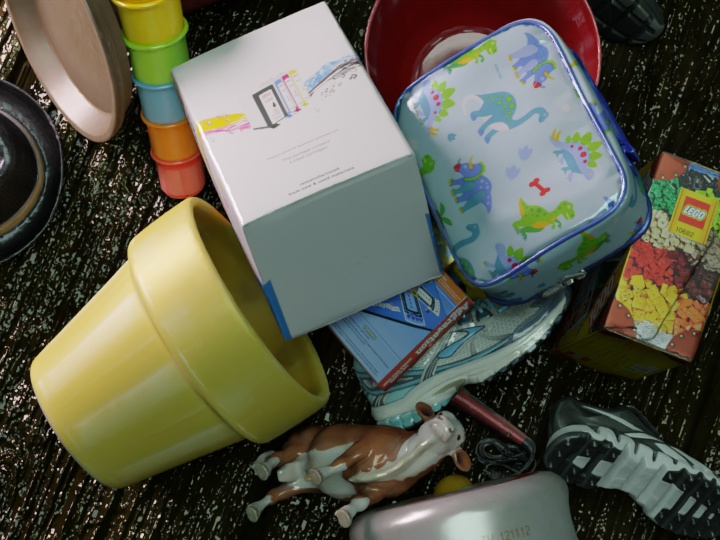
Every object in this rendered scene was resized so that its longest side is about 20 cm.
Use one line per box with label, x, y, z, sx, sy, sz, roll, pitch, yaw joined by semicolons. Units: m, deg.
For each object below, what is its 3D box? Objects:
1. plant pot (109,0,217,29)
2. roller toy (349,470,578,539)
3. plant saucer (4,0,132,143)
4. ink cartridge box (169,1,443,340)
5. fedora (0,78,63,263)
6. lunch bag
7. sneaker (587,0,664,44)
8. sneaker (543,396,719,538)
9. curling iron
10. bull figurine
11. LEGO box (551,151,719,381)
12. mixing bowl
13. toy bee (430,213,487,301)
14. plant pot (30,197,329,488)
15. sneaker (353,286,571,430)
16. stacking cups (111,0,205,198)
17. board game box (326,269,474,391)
plant pot;-0.152;-0.306;1.480;0.194;0.201;0.202;-29;82;1
roller toy;0.085;0.233;1.389;0.199;0.182;0.141;-17;83;35
plant saucer;-0.245;-0.203;1.451;0.029;0.200;0.201;-27;82;-23
ink cartridge box;-0.044;-0.082;1.398;0.144;0.148;0.200;-23;49;-5
fedora;-0.355;-0.092;1.473;0.199;0.092;0.202;0;79;-2
lunch bag;0.128;-0.084;1.350;0.160;0.082;0.201;-32;61;15
sneaker;0.197;-0.283;1.540;0.200;0.075;0.079;39;60;-7
sneaker;0.238;0.158;1.465;0.199;0.091;0.067;24;120;-18
curling iron;0.069;0.110;1.489;0.200;0.026;0.050;41;79;5
bull figurine;-0.006;0.156;1.396;0.121;0.199;0.066;-24;97;-41
LEGO box;0.234;0.002;1.426;0.077;0.200;0.150;20;80;-2
mixing bowl;0.101;-0.174;1.499;0.199;0.108;0.202;0;81;-2
toy bee;0.082;-0.039;1.476;0.130;0.109;0.201;32;80;5
plant pot;-0.156;0.073;1.412;0.188;0.201;0.201;-33;83;7
sneaker;0.080;0.054;1.429;0.199;0.078;0.087;-34;92;12
stacking cups;-0.158;-0.150;1.450;0.060;0.201;0.061;-6;38;5
board game box;0.000;0.000;1.450;0.103;0.019;0.200;-45;52;4
